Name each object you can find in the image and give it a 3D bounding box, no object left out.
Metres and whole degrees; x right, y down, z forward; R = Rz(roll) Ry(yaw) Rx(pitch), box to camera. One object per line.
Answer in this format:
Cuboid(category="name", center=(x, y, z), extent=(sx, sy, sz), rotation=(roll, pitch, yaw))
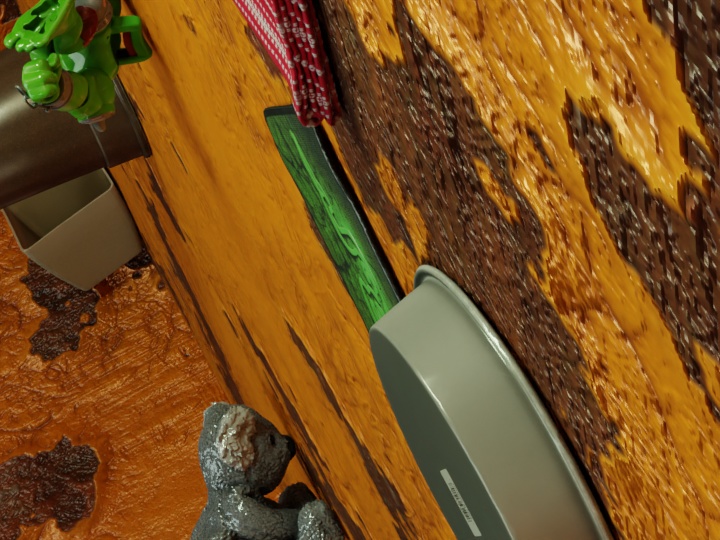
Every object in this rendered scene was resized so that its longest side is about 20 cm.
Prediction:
Cuboid(category="koala plush", center=(-0.135, 0.250, 2.168), extent=(0.177, 0.183, 0.201), rotation=(-165, 60, -79))
Cuboid(category="cake pan", center=(0.060, 0.094, 0.826), extent=(0.201, 0.037, 0.200), rotation=(60, 172, 14))
Cuboid(category="ogre figurine", center=(-0.230, -0.197, 1.479), extent=(0.120, 0.098, 0.201), rotation=(56, -172, -53))
Cuboid(category="towel", center=(-0.062, -0.167, 0.803), extent=(0.145, 0.022, 0.200), rotation=(58, 171, 34))
Cuboid(category="mouse mat", center=(0.000, 0.000, 1.010), extent=(0.201, 0.007, 0.161), rotation=(63, 172, -8))
Cuboid(category="plant pot", center=(-0.509, -0.087, 3.337), extent=(0.177, 0.199, 0.200), rotation=(55, 179, -41))
Cuboid(category="plant pot", center=(-0.369, -0.174, 2.092), extent=(0.201, 0.197, 0.200), rotation=(59, 171, 16))
